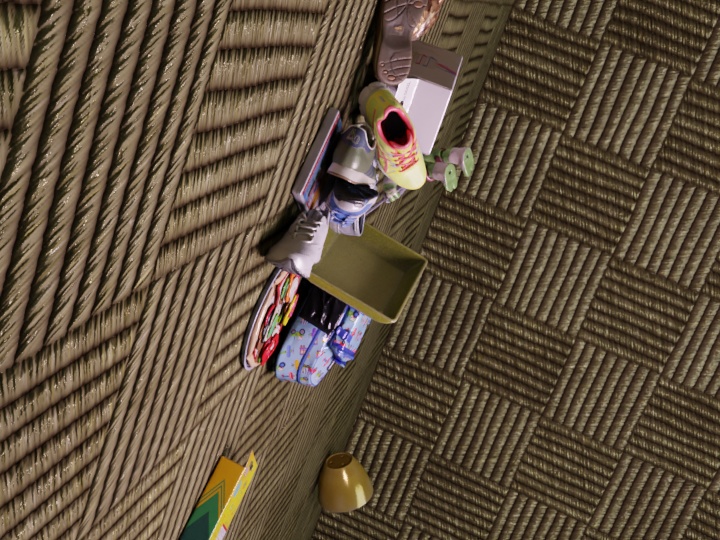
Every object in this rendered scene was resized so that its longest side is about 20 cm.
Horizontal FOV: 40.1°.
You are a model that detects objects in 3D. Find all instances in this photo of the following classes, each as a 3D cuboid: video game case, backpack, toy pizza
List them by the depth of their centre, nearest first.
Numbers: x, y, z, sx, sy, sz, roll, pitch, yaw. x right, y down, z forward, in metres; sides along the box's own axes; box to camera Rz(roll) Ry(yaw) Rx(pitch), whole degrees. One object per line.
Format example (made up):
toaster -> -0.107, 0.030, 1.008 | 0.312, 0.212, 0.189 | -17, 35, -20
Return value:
video game case -> -0.061, -0.156, 1.558 | 0.200, 0.017, 0.145 | 76, 38, -77
toy pizza -> -0.138, 0.073, 1.619 | 0.200, 0.031, 0.203 | 23, 89, -82
backpack -> -0.075, 0.128, 1.837 | 0.202, 0.133, 0.183 | -63, 170, -10

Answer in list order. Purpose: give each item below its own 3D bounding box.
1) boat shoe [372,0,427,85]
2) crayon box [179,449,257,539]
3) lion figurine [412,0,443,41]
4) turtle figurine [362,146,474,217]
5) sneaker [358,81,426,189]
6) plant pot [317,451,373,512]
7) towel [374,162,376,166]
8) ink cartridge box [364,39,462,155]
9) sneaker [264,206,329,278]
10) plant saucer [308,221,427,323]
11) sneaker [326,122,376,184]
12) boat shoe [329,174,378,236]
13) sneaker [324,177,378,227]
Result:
boat shoe -> 0.054, -0.394, 1.541 | 0.068, 0.071, 0.203 | -141, -119, -64
crayon box -> -0.249, 0.412, 1.744 | 0.127, 0.050, 0.202 | 95, 20, -66
lion figurine -> 0.111, -0.462, 1.679 | 0.123, 0.072, 0.200 | -63, 179, 27
turtle figurine -> 0.101, -0.169, 1.792 | 0.143, 0.192, 0.203 | 4, 96, -55
sneaker -> 0.060, -0.202, 1.590 | 0.078, 0.090, 0.201 | -34, 127, -4
plant pot -> -0.064, 0.718, 3.424 | 0.200, 0.197, 0.144 | -54, 137, -58
towel -> 0.031, -0.246, 1.903 | 0.147, 0.024, 0.202 | 94, 21, -64
ink cartridge box -> 0.090, -0.300, 1.698 | 0.201, 0.124, 0.130 | -70, 178, -57
sneaker -> -0.090, -0.048, 1.480 | 0.200, 0.074, 0.088 | -71, -176, -74
plant saucer -> 0.000, 0.000, 1.768 | 0.048, 0.198, 0.201 | -61, 178, 40
sneaker -> 0.001, -0.189, 1.570 | 0.200, 0.066, 0.091 | -31, 142, -78
boat shoe -> -0.002, -0.155, 1.731 | 0.070, 0.071, 0.203 | -52, 156, -62
sneaker -> -0.018, -0.104, 1.575 | 0.200, 0.075, 0.078 | -78, -169, -82
